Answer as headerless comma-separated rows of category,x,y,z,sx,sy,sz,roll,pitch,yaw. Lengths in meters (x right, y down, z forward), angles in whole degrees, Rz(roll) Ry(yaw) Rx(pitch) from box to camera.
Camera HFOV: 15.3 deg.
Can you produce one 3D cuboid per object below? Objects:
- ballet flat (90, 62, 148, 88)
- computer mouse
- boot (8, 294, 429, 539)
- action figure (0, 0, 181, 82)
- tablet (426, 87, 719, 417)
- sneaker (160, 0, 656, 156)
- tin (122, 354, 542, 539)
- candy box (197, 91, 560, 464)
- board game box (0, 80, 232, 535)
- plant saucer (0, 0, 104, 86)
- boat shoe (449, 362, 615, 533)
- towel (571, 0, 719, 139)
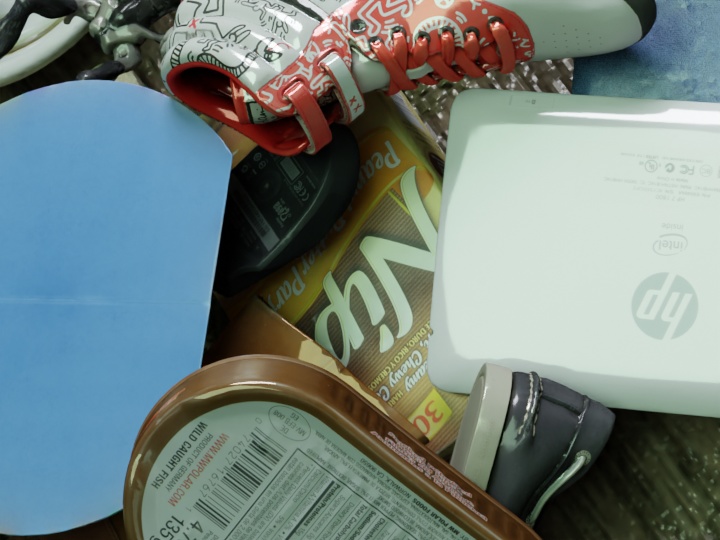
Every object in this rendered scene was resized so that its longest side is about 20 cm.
ballet flat,-0.158,-0.010,1.263,0.067,0.062,0.200,29,94,18
computer mouse,-0.072,0.010,1.170,0.200,0.034,0.059,-42,48,12
boot,-0.047,0.138,1.133,0.200,0.069,0.188,-43,64,-6
action figure,-0.101,-0.123,1.201,0.200,0.102,0.119,-41,87,0
tablet,0.129,-0.006,1.108,0.199,0.014,0.131,5,87,16
sneaker,0.016,-0.091,1.119,0.201,0.067,0.108,14,63,16
tin,-0.006,0.119,1.067,0.200,0.042,0.112,37,106,-5
candy box,0.000,0.000,1.194,0.115,0.055,0.200,-38,68,13
board game box,-0.125,0.019,1.147,0.158,0.039,0.201,0,73,26
plant saucer,-0.180,-0.180,1.311,0.200,0.050,0.201,-4,80,23
boat shoe,0.059,0.137,1.121,0.063,0.073,0.200,11,111,-3
towel,0.155,-0.147,1.155,0.111,0.049,0.201,7,83,25
